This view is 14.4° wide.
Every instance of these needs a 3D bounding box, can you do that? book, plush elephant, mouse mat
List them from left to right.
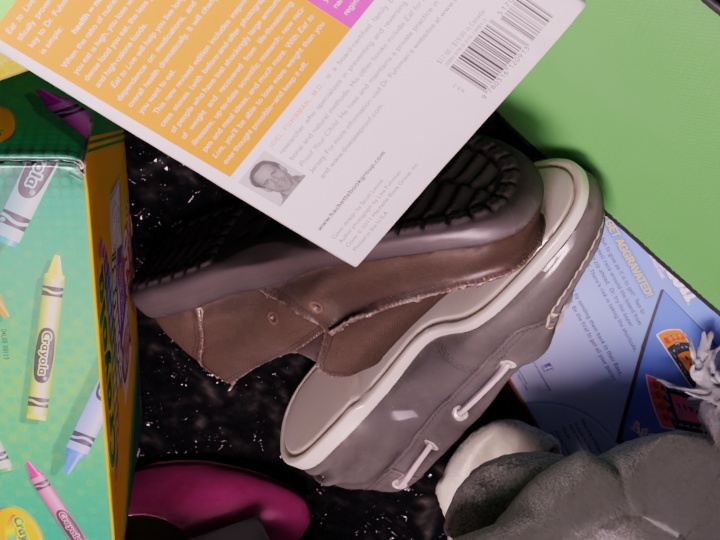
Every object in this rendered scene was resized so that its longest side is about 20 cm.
[{"bbox_3d":[-0.038,-0.102,0.991,0.200,0.048,0.134,33,113,-24],"label":"book"},{"bbox_3d":[0.103,0.135,1.172,0.164,0.200,0.155,29,143,-1],"label":"plush elephant"},{"bbox_3d":[0.103,-0.064,1.048,0.200,0.008,0.161,44,154,12],"label":"mouse mat"}]

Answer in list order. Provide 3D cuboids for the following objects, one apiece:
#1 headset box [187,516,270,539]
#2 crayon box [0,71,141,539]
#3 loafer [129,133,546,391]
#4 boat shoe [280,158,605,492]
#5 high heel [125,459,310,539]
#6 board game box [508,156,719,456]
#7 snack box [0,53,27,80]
[{"bbox_3d":[-0.094,0.202,1.225,0.148,0.075,0.201,-18,138,-14],"label":"headset box"},{"bbox_3d":[-0.125,0.012,1.133,0.058,0.119,0.201,0,123,2],"label":"crayon box"},{"bbox_3d":[0.000,0.000,1.126,0.199,0.073,0.071,-12,121,42],"label":"loafer"},{"bbox_3d":[0.044,0.025,1.153,0.057,0.067,0.200,24,132,-27],"label":"boat shoe"},{"bbox_3d":[-0.119,0.142,1.228,0.199,0.096,0.068,-15,120,11],"label":"high heel"},{"bbox_3d":[0.114,0.034,1.199,0.103,0.019,0.200,-22,119,17],"label":"board game box"},{"bbox_3d":[-0.154,-0.152,1.019,0.199,0.068,0.169,-18,122,10],"label":"snack box"}]
